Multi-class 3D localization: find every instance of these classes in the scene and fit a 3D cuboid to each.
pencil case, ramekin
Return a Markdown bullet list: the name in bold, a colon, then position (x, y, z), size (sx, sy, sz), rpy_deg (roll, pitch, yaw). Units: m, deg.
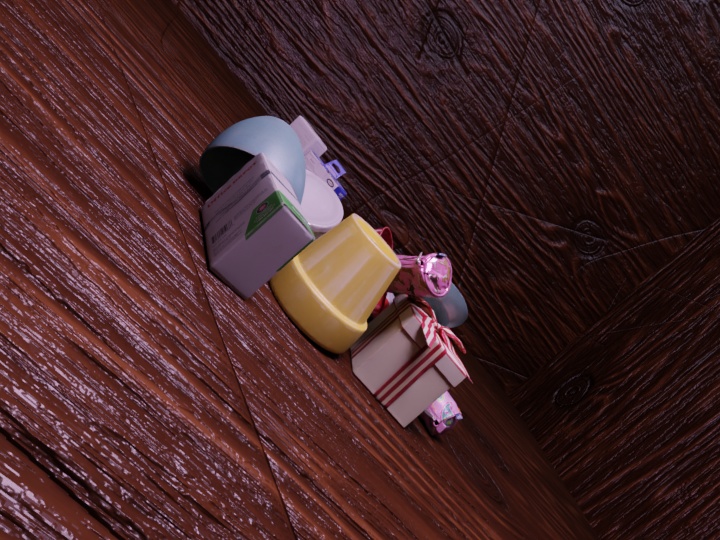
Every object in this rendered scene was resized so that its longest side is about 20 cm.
- **pencil case**: position (0.143, 0.271, 1.380), size (0.202, 0.087, 0.087), rpy_deg (56, 10, 28)
- **pencil case**: position (0.082, 0.004, 1.179), size (0.197, 0.082, 0.089), rpy_deg (3, -71, 50)
- **ramekin**: position (-0.142, -0.131, 1.328), size (0.198, 0.095, 0.205), rpy_deg (24, 35, -18)

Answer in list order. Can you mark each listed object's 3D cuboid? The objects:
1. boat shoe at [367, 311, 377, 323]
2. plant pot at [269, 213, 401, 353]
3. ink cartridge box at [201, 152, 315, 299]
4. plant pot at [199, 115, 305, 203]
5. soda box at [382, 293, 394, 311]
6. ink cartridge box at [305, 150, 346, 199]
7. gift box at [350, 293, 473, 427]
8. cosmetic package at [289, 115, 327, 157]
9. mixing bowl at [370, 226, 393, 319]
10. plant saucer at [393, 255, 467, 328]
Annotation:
- **boat shoe**: position (0.004, 0.106, 1.442), size (0.059, 0.077, 0.201), rpy_deg (10, 28, -8)
- **plant pot**: position (-0.034, 0.010, 1.113), size (0.200, 0.189, 0.201), rpy_deg (43, 11, -10)
- **ink cartridge box**: position (-0.165, -0.076, 0.959), size (0.083, 0.146, 0.201), rpy_deg (45, 10, -35)
- **plant pot**: position (-0.180, -0.203, 1.142), size (0.195, 0.137, 0.202), rpy_deg (17, -31, 11)
- **soda box**: position (0.085, 0.106, 1.405), size (0.064, 0.066, 0.204), rpy_deg (78, 25, -55)
- **ink cartridge box**: position (-0.130, -0.214, 1.628), size (0.137, 0.199, 0.076), rpy_deg (52, 8, 19)
- **gift box**: position (0.102, 0.173, 1.210), size (0.185, 0.186, 0.201), rpy_deg (46, 7, -19)
- **cosmetic package**: position (-0.197, -0.309, 1.683), size (0.102, 0.199, 0.074), rpy_deg (53, 9, 26)
- **mixing bowl**: position (0.000, 0.000, 1.367), size (0.105, 0.206, 0.200), rpy_deg (8, -4, 15)
- **plant saucer**: position (0.131, 0.057, 1.283), size (0.198, 0.036, 0.202), rpy_deg (34, -27, 19)
